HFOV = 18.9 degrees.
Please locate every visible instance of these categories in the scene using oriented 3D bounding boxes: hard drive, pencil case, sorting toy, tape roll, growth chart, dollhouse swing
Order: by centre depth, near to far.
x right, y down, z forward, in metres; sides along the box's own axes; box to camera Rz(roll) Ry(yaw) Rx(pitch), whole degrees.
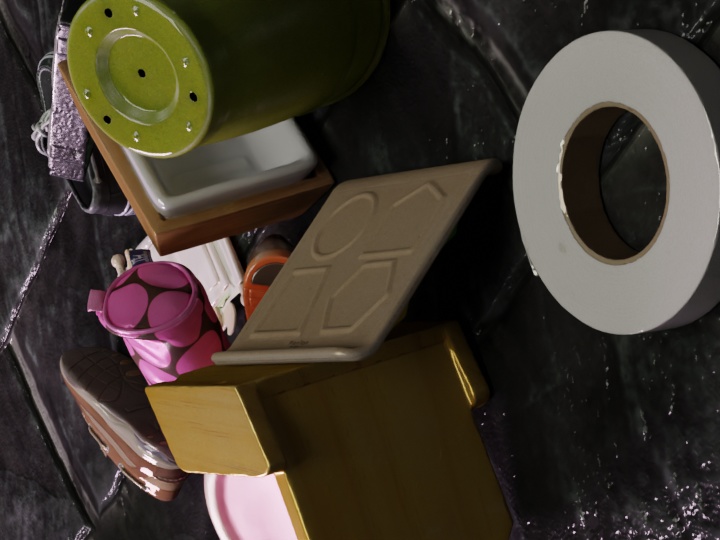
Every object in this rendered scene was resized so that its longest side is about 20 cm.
[{"bbox_3d":[0.176,-0.057,1.413,0.203,0.037,0.203,13,107,53],"label":"tape roll"},{"bbox_3d":[0.000,0.000,1.566,0.036,0.200,0.185,49,152,-23],"label":"sorting toy"},{"bbox_3d":[-0.016,0.143,1.579,0.182,0.200,0.176,-5,99,54],"label":"dollhouse swing"},{"bbox_3d":[-0.148,0.077,1.762,0.200,0.094,0.091,69,-165,-46],"label":"pencil case"},{"bbox_3d":[-0.237,-0.192,1.871,0.200,0.038,0.140,103,178,-53],"label":"hard drive"},{"bbox_3d":[-0.159,0.014,1.907,0.200,0.018,0.145,-39,65,50],"label":"growth chart"}]

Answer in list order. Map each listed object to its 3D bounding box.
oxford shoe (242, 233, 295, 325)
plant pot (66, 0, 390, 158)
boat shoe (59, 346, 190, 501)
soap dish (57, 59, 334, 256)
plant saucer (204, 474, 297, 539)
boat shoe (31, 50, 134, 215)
[{"bbox_3d":[-0.063,0.066,1.758,0.073,0.071,0.200,-95,8,-65],"label":"oxford shoe"},{"bbox_3d":[-0.111,-0.177,1.600,0.200,0.193,0.201,16,125,25],"label":"plant pot"},{"bbox_3d":[-0.218,0.139,1.963,0.200,0.076,0.072,43,130,44],"label":"boat shoe"},{"bbox_3d":[-0.136,-0.108,1.748,0.200,0.157,0.081,57,153,32],"label":"soap dish"},{"bbox_3d":[-0.053,0.186,1.704,0.200,0.051,0.201,21,124,34],"label":"plant saucer"},{"bbox_3d":[-0.266,-0.126,1.990,0.074,0.068,0.199,-55,52,42],"label":"boat shoe"}]
